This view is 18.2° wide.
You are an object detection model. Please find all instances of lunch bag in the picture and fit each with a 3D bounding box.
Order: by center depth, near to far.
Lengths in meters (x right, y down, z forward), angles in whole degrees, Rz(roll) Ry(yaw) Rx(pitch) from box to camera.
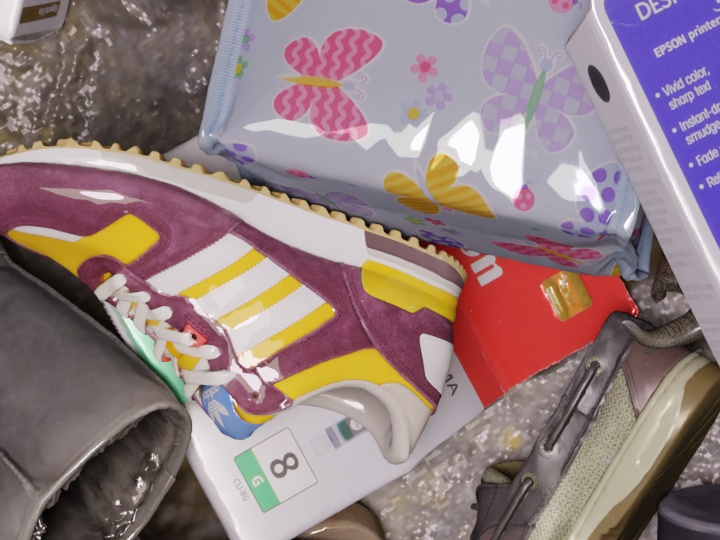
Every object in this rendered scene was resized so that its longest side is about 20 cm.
[{"bbox_3d":[0.045,-0.114,0.841,0.169,0.127,0.201,13,80,12],"label":"lunch bag"}]

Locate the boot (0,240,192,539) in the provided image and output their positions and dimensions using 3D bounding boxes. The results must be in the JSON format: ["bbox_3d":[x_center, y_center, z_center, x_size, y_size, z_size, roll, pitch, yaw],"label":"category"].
[{"bbox_3d":[-0.174,0.067,0.925,0.182,0.072,0.200,-52,57,13],"label":"boot"}]

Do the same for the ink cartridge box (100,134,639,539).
[{"bbox_3d":[0.000,0.000,0.923,0.200,0.050,0.161,-29,95,-6],"label":"ink cartridge box"}]

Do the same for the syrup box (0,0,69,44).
[{"bbox_3d":[-0.145,-0.200,0.916,0.078,0.081,0.201,17,103,5],"label":"syrup box"}]

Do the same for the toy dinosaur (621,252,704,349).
[{"bbox_3d":[0.182,-0.007,0.892,0.102,0.200,0.077,3,92,46],"label":"toy dinosaur"}]

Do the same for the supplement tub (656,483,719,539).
[{"bbox_3d":[0.157,0.195,0.946,0.107,0.107,0.201,1,101,6],"label":"supplement tub"}]

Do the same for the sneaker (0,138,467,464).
[{"bbox_3d":[-0.058,0.014,0.851,0.199,0.075,0.090,15,78,-12],"label":"sneaker"}]

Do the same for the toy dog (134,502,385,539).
[{"bbox_3d":[-0.067,0.158,0.957,0.199,0.132,0.097,9,114,7],"label":"toy dog"}]

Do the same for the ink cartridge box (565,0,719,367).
[{"bbox_3d":[0.174,-0.080,0.773,0.198,0.043,0.200,-28,98,-18],"label":"ink cartridge box"}]

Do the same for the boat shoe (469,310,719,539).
[{"bbox_3d":[0.081,0.104,0.960,0.066,0.072,0.201,42,115,20],"label":"boat shoe"}]
